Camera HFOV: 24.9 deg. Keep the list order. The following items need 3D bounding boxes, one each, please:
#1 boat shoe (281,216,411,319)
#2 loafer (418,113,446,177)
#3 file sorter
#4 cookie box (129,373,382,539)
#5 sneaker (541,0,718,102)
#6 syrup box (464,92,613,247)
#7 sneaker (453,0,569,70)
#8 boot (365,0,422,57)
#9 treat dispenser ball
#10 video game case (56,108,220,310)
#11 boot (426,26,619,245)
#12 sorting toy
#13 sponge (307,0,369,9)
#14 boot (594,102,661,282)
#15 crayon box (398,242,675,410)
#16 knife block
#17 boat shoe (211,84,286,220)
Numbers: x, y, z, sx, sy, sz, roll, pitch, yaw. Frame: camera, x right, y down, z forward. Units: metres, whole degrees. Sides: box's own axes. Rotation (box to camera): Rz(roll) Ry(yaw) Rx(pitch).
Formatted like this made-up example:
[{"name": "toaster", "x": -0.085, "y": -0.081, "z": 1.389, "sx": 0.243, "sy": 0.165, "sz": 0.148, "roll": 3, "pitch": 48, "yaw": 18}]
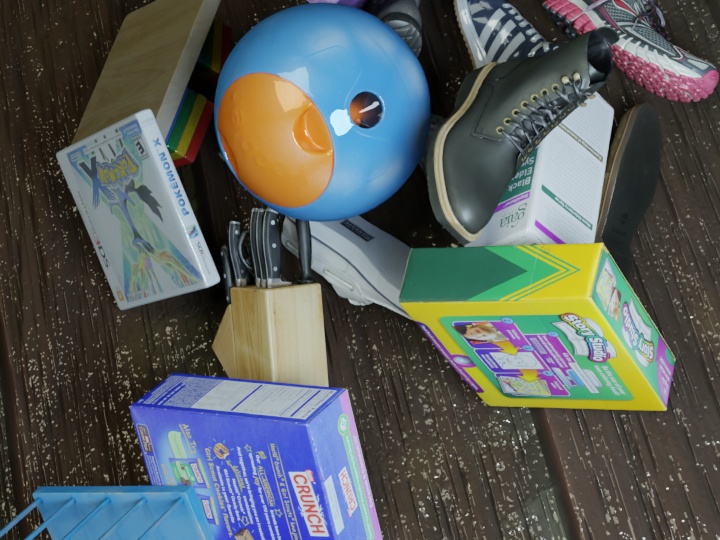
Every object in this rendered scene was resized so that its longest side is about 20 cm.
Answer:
[{"name": "boat shoe", "x": 0.000, "y": 0.000, "z": 1.578, "sx": 0.200, "sy": 0.072, "sz": 0.066, "roll": 34, "pitch": 124, "yaw": 20}, {"name": "loafer", "x": 0.084, "y": -0.101, "z": 1.562, "sx": 0.200, "sy": 0.070, "sz": 0.070, "roll": 41, "pitch": 120, "yaw": 50}, {"name": "file sorter", "x": -0.241, "y": 0.291, "z": 1.519, "sx": 0.200, "sy": 0.123, "sz": 0.139, "roll": -5, "pitch": 113, "yaw": 35}, {"name": "cookie box", "x": -0.095, "y": 0.189, "z": 1.496, "sx": 0.200, "sy": 0.075, "sz": 0.171, "roll": 3, "pitch": 117, "yaw": 31}, {"name": "sneaker", "x": 0.255, "y": -0.226, "z": 1.509, "sx": 0.075, "sy": 0.081, "sz": 0.200, "roll": -49, "pitch": 55, "yaw": 2}, {"name": "syrup box", "x": 0.159, "y": -0.078, "z": 1.434, "sx": 0.079, "sy": 0.081, "sz": 0.200, "roll": -27, "pitch": 37, "yaw": 42}, {"name": "sneaker", "x": 0.161, "y": -0.220, "z": 1.566, "sx": 0.108, "sy": 0.070, "sz": 0.200, "roll": -23, "pitch": 68, "yaw": 26}, {"name": "boot", "x": 0.009, "y": -0.212, "z": 1.654, "sx": 0.200, "sy": 0.070, "sz": 0.132, "roll": -47, "pitch": 22, "yaw": 34}, {"name": "treat dispenser ball", "x": -0.035, "y": -0.146, "z": 1.500, "sx": 0.201, "sy": 0.201, "sz": 0.201, "roll": -11, "pitch": 66, "yaw": 26}, {"name": "video game case", "x": -0.229, "y": -0.057, "z": 1.650, "sx": 0.200, "sy": 0.022, "sz": 0.182, "roll": -14, "pitch": 99, "yaw": 55}, {"name": "boot", "x": 0.137, "y": -0.122, "z": 1.354, "sx": 0.138, "sy": 0.077, "sz": 0.200, "roll": -20, "pitch": 41, "yaw": 37}, {"name": "sorting toy", "x": -0.211, "y": -0.193, "z": 1.731, "sx": 0.200, "sy": 0.070, "sz": 0.199, "roll": -9, "pitch": 57, "yaw": 55}, {"name": "sponge", "x": 0.006, "y": -0.303, "z": 1.620, "sx": 0.030, "sy": 0.200, "sz": 0.112, "roll": 40, "pitch": 102, "yaw": 1}, {"name": "boot", "x": 0.217, "y": -0.061, "z": 1.477, "sx": 0.075, "sy": 0.074, "sz": 0.200, "roll": 11, "pitch": 79, "yaw": 43}, {"name": "crayon box", "x": 0.154, "y": 0.051, "z": 1.383, "sx": 0.172, "sy": 0.200, "sz": 0.058, "roll": -2, "pitch": 59, "yaw": 29}, {"name": "knife block", "x": -0.073, "y": 0.045, "z": 1.550, "sx": 0.200, "sy": 0.064, "sz": 0.176, "roll": 58, "pitch": 139, "yaw": 33}, {"name": "boat shoe", "x": -0.106, "y": -0.128, "z": 1.682, "sx": 0.062, "sy": 0.075, "sz": 0.200, "roll": -28, "pitch": 63, "yaw": -16}]
